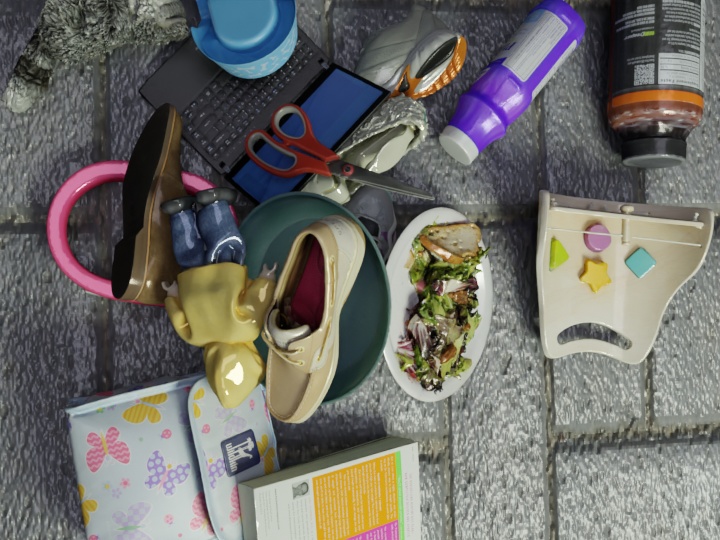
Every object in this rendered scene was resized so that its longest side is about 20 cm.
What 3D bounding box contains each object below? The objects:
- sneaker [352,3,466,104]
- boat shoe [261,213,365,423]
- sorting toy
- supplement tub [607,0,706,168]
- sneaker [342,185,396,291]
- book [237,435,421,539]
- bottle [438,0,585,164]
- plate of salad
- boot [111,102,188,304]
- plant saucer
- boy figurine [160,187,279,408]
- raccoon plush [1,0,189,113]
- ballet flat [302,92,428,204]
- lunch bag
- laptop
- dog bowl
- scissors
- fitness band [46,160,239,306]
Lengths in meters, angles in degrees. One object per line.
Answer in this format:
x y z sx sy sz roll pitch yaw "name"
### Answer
0.017 -0.208 0.931 0.199 0.076 0.093 -37 61 2 "sneaker"
-0.056 0.047 0.760 0.073 0.069 0.204 22 106 28 "boat shoe"
0.268 0.012 0.945 0.196 0.107 0.184 5 93 -10 "sorting toy"
0.333 -0.222 0.959 0.105 0.107 0.204 3 87 -9 "supplement tub"
0.000 0.000 0.871 0.076 0.140 0.204 15 85 -8 "sneaker"
-0.024 0.258 0.859 0.197 0.048 0.136 -7 93 -38 "book"
0.165 -0.208 0.941 0.065 0.083 0.201 41 82 -6 "bottle"
0.091 0.037 0.886 0.198 0.047 0.204 -6 98 -48 "plate of salad"
-0.197 -0.065 0.857 0.075 0.073 0.204 13 79 -36 "boot"
-0.048 0.026 0.814 0.197 0.036 0.204 3 96 32 "plant saucer"
-0.127 0.025 0.798 0.122 0.064 0.204 -15 88 17 "boy figurine"
-0.266 -0.231 0.885 0.133 0.097 0.201 29 112 -18 "raccoon plush"
-0.012 -0.110 0.885 0.199 0.072 0.072 -37 93 7 "ballet flat"
-0.179 0.189 0.842 0.196 0.127 0.173 -9 89 -19 "lunch bag"
-0.103 -0.185 0.878 0.200 0.103 0.177 45 84 -7 "laptop"
-0.126 -0.290 0.882 0.110 0.050 0.203 -19 71 4 "dog bowl"
-0.026 -0.095 0.826 0.199 0.014 0.074 35 80 17 "scissors"
-0.225 -0.038 0.888 0.196 0.037 0.147 9 85 -10 "fitness band"
